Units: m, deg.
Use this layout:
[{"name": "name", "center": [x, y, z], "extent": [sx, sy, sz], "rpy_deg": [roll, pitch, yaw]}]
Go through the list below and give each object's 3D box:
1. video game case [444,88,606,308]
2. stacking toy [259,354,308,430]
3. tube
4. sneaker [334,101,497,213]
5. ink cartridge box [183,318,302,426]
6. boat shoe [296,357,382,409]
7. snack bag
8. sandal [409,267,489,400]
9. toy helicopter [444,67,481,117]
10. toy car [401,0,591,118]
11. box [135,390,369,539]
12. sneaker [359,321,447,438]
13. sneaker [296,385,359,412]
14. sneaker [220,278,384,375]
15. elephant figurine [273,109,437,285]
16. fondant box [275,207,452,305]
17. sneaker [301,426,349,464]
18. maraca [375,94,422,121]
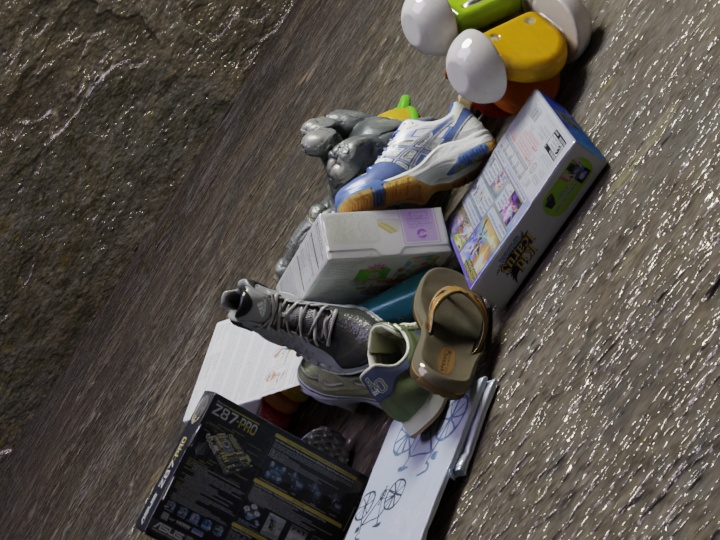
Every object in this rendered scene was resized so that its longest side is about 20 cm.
[{"name": "video game case", "center": [0.165, -0.078, 1.577], "extent": [0.182, 0.045, 0.200], "rpy_deg": [-55, 16, 15]}, {"name": "stacking toy", "center": [-0.086, 0.121, 1.943], "extent": [0.200, 0.110, 0.116], "rpy_deg": [-45, 17, 13]}, {"name": "tube", "center": [0.011, 0.055, 1.695], "extent": [0.199, 0.077, 0.051], "rpy_deg": [-25, 70, 30]}, {"name": "sneaker", "center": [0.050, -0.117, 1.679], "extent": [0.199, 0.089, 0.075], "rpy_deg": [-24, -25, -18]}, {"name": "ink cartridge box", "center": [-0.114, 0.113, 1.855], "extent": [0.199, 0.057, 0.163], "rpy_deg": [-16, 41, 32]}, {"name": "boat shoe", "center": [-0.008, 0.106, 1.658], "extent": [0.199, 0.062, 0.072], "rpy_deg": [4, 50, 51]}, {"name": "snack bag", "center": [0.050, 0.206, 1.474], "extent": [0.188, 0.021, 0.201], "rpy_deg": [-32, 29, 57]}, {"name": "sandal", "center": [0.091, 0.051, 1.489], "extent": [0.200, 0.080, 0.054], "rpy_deg": [-75, 5, -59]}, {"name": "toy helicopter", "center": [0.118, -0.173, 1.823], "extent": [0.200, 0.078, 0.133], "rpy_deg": [-62, -11, -51]}, {"name": "toy car", "center": [0.150, -0.252, 1.715], "extent": [0.174, 0.200, 0.151], "rpy_deg": [-27, -34, -21]}, {"name": "box", "center": [-0.111, 0.242, 1.589], "extent": [0.162, 0.199, 0.049], "rpy_deg": [-63, 18, -9]}, {"name": "sneaker", "center": [0.051, 0.076, 1.534], "extent": [0.067, 0.090, 0.201], "rpy_deg": [-43, 14, 32]}, {"name": "sneaker", "center": [-0.024, 0.091, 1.803], "extent": [0.119, 0.073, 0.200], "rpy_deg": [-65, 13, 7]}, {"name": "sneaker", "center": [-0.072, 0.055, 1.596], "extent": [0.199, 0.115, 0.076], "rpy_deg": [11, 82, 42]}, {"name": "elephant figurine", "center": [-0.008, -0.077, 1.773], "extent": [0.141, 0.154, 0.202], "rpy_deg": [-36, -48, -50]}, {"name": "fondant box", "center": [0.000, 0.000, 1.699], "extent": [0.200, 0.143, 0.059], "rpy_deg": [127, 135, -61]}, {"name": "sneaker", "center": [-0.084, 0.267, 1.701], "extent": [0.201, 0.069, 0.099], "rpy_deg": [-65, 14, -16]}, {"name": "maraca", "center": [0.042, -0.145, 1.909], "extent": [0.200, 0.106, 0.138], "rpy_deg": [-95, 29, -65]}]
